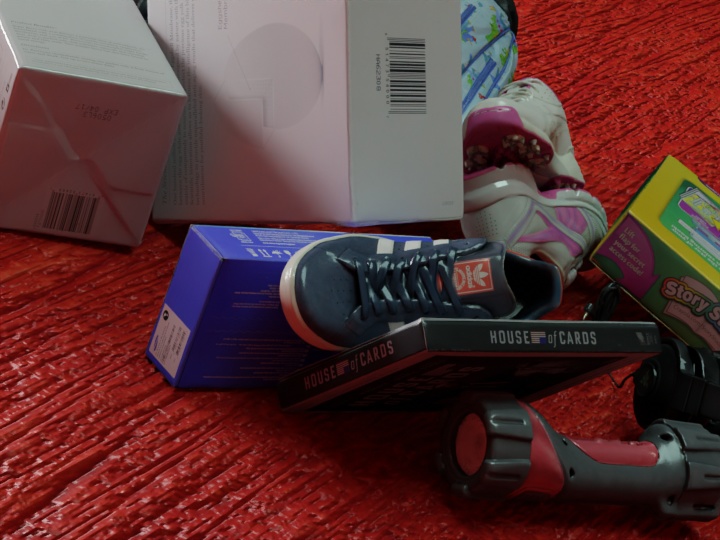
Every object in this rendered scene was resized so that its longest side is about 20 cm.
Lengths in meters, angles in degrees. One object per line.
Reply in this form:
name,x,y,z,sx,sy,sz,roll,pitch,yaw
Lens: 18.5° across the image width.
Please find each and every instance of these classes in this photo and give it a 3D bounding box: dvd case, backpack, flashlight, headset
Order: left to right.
backpack,0.041,-0.133,1.747,0.154,0.163,0.200,50,36,7
dvd case,0.069,0.061,1.391,0.199,0.150,0.025,1,72,-39
flashlight,0.144,0.115,1.403,0.199,0.068,0.068,5,25,-33
headset,0.237,0.072,1.543,0.199,0.095,0.123,16,1,41

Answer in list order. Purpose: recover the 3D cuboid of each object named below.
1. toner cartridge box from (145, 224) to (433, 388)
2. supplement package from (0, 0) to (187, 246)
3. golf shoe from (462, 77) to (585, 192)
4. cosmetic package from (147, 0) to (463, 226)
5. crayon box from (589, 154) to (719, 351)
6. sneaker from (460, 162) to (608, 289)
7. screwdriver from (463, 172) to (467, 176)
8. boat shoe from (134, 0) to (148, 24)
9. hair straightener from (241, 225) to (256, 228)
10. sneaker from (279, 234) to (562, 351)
toner cartridge box,-0.034,0.025,1.413,0.199,0.096,0.043,3,30,-40
supplement package,-0.213,-0.122,1.527,0.120,0.121,0.200,8,27,-25
golf shoe,0.117,-0.110,1.682,0.075,0.092,0.200,-9,-14,15
cosmetic package,-0.040,-0.133,1.523,0.199,0.201,0.122,2,4,42
crayon box,0.285,0.013,1.726,0.200,0.058,0.173,40,26,3
sneaker,0.130,-0.016,1.686,0.199,0.081,0.089,16,63,-55
screwdriver,-0.020,-0.070,1.643,0.198,0.028,0.029,6,59,5
boat shoe,-0.161,-0.190,1.744,0.199,0.072,0.068,23,-19,16
hair straightener,0.000,0.000,1.559,0.198,0.041,0.077,9,26,-18
sneaker,0.043,0.009,1.363,0.199,0.076,0.084,-2,-8,-42
